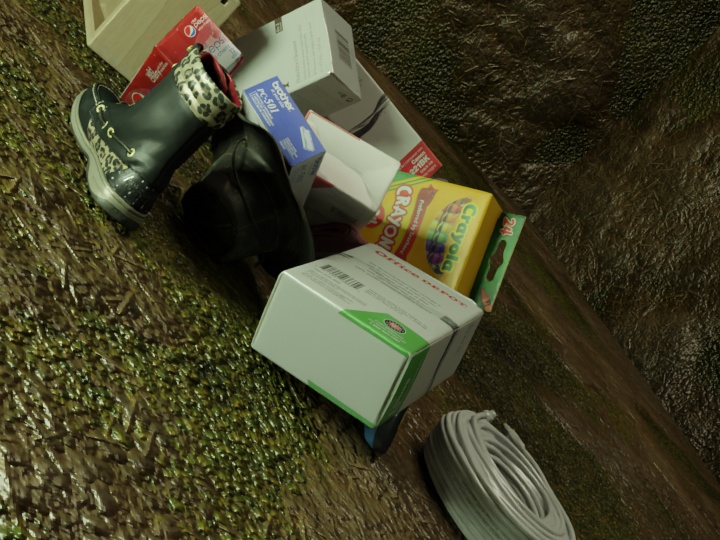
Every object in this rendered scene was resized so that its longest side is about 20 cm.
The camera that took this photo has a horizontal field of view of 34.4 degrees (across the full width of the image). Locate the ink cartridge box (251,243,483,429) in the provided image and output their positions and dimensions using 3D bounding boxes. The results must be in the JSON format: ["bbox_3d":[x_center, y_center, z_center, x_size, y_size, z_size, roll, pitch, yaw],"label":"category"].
[{"bbox_3d":[0.013,0.055,1.104,0.145,0.085,0.199,31,20,18],"label":"ink cartridge box"}]

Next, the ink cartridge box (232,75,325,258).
[{"bbox_3d":[-0.095,-0.100,1.189,0.095,0.044,0.200,57,-25,14],"label":"ink cartridge box"}]

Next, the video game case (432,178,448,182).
[{"bbox_3d":[0.081,-0.018,1.532,0.022,0.204,0.182,11,8,10],"label":"video game case"}]

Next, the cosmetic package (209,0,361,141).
[{"bbox_3d":[-0.104,-0.235,1.433,0.081,0.197,0.115,31,44,-55],"label":"cosmetic package"}]

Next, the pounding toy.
[{"bbox_3d":[-0.221,-0.329,1.406,0.142,0.184,0.201,39,15,-32],"label":"pounding toy"}]

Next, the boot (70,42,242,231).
[{"bbox_3d":[-0.185,-0.145,1.055,0.073,0.154,0.205,36,18,-37],"label":"boot"}]

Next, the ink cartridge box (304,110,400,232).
[{"bbox_3d":[-0.042,-0.091,1.304,0.115,0.068,0.200,30,-20,-7],"label":"ink cartridge box"}]

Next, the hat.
[{"bbox_3d":[-0.125,-0.059,1.135,0.201,0.080,0.203,47,-28,36],"label":"hat"}]

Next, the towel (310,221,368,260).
[{"bbox_3d":[0.000,0.000,1.352,0.143,0.023,0.199,4,-25,45],"label":"towel"}]

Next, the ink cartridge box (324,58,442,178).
[{"bbox_3d":[0.005,-0.196,1.570,0.200,0.084,0.144,48,-1,-15],"label":"ink cartridge box"}]

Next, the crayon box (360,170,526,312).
[{"bbox_3d":[0.082,-0.040,1.375,0.197,0.129,0.051,15,-15,28],"label":"crayon box"}]

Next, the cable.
[{"bbox_3d":[0.144,0.236,1.226,0.201,0.069,0.199,56,16,28],"label":"cable"}]

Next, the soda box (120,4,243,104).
[{"bbox_3d":[-0.185,-0.190,1.169,0.070,0.064,0.199,46,-22,-10],"label":"soda box"}]

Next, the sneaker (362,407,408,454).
[{"bbox_3d":[0.014,0.121,1.166,0.078,0.067,0.200,28,16,1],"label":"sneaker"}]
